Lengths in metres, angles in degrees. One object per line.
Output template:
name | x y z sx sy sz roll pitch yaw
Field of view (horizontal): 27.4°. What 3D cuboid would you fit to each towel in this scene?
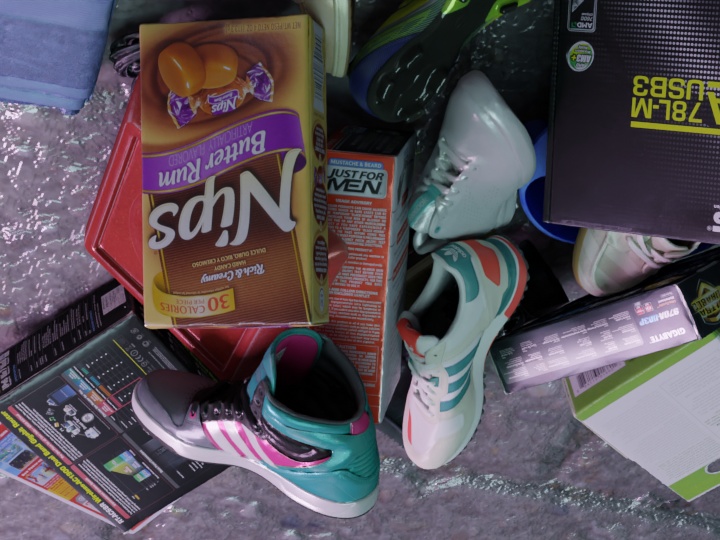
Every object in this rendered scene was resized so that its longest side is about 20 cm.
towel | -0.216 -0.199 0.991 0.111 0.049 0.201 9 132 -17

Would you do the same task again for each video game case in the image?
video game case | -0.240 0.164 1.349 0.143 0.018 0.200 -38 128 25

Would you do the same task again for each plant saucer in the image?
plant saucer | -0.121 -0.017 1.077 0.200 0.037 0.200 43 139 9

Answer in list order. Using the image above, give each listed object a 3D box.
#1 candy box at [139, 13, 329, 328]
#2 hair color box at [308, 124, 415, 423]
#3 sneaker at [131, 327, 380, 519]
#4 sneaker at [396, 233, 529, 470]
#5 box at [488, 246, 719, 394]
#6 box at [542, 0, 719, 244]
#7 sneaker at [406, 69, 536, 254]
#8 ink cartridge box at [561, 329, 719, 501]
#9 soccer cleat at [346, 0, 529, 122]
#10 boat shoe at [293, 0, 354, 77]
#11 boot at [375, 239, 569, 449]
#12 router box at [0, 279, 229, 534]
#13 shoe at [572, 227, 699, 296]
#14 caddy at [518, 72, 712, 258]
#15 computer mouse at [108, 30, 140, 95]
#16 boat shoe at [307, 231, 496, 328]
candy box | -0.082 -0.063 0.975 0.116 0.201 0.056 -2 180 12
hair color box | 0.000 0.000 1.110 0.064 0.111 0.201 6 105 8
sneaker | -0.073 0.088 1.045 0.199 0.084 0.121 20 129 16
sneaker | 0.056 0.064 1.137 0.093 0.070 0.201 -1 119 -43
box | 0.220 0.031 1.145 0.159 0.046 0.200 -22 180 -43
box | 0.224 -0.117 0.984 0.199 0.047 0.194 9 103 28
sneaker | 0.070 -0.064 1.071 0.088 0.075 0.200 -32 158 -12
ink cartridge box | 0.297 0.113 1.350 0.148 0.076 0.200 -35 130 22
soccer cleat | 0.065 -0.191 1.033 0.200 0.084 0.065 -46 130 5
boat shoe | -0.040 -0.220 0.988 0.065 0.072 0.201 -4 130 5
boot | 0.090 0.066 1.278 0.200 0.066 0.165 -40 164 4
router box | -0.201 0.117 1.261 0.149 0.062 0.200 -32 127 6
shoe | 0.222 -0.052 1.054 0.070 0.054 0.200 26 118 -22
caddy | 0.212 -0.080 1.130 0.199 0.105 0.142 12 131 -20
computer mouse | -0.096 -0.101 1.102 0.138 0.053 0.201 -5 126 10
boat shoe | 0.019 0.013 1.214 0.201 0.066 0.072 -40 152 11
